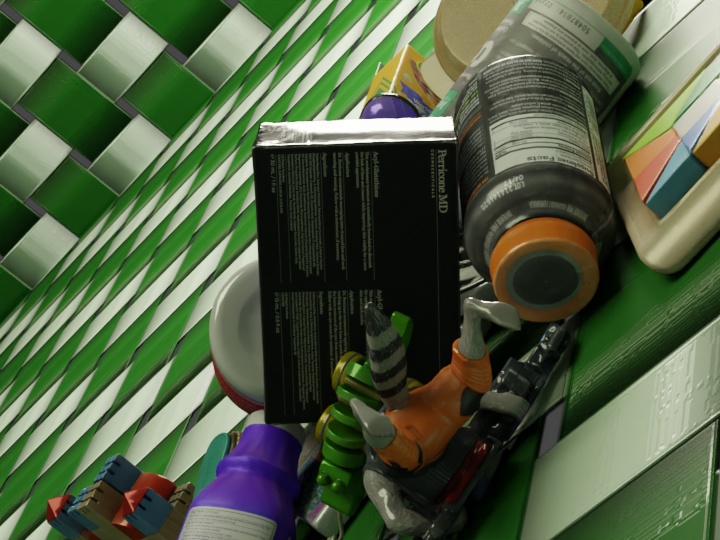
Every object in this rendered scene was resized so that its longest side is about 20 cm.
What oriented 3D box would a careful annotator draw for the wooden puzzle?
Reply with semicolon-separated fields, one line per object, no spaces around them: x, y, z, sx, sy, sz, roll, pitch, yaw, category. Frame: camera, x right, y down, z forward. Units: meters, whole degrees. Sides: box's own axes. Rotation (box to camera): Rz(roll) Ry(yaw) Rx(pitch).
0.233;-0.099;1.261;0.185;0.037;0.200;-48;14;12;wooden puzzle

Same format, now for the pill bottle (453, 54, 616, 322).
0.120;-0.054;1.331;0.106;0.106;0.201;-44;27;29;pill bottle

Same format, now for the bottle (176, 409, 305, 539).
-0.090;0.196;1.412;0.065;0.083;0.201;78;-156;-51;bottle

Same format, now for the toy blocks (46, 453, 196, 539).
-0.177;0.211;1.589;0.200;0.137;0.100;-28;26;58;toy blocks

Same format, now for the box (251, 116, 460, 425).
0.000;0.000;1.341;0.079;0.140;0.201;-83;-8;-73;box

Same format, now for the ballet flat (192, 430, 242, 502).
-0.109;0.222;1.478;0.070;0.065;0.201;-22;43;59;ballet flat

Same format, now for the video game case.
0.009;0.108;1.489;0.200;0.024;0.182;-52;14;-8;video game case

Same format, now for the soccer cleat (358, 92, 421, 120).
0.015;-0.043;1.561;0.073;0.068;0.201;-50;-30;-62;soccer cleat

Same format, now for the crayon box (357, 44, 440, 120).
0.061;-0.115;1.680;0.052;0.126;0.200;-43;16;29;crayon box

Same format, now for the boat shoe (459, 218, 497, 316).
0.062;-0.005;1.441;0.199;0.068;0.074;-19;14;47;boat shoe

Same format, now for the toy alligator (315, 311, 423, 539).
-0.007;0.124;1.301;0.054;0.059;0.201;-11;-58;-59;toy alligator

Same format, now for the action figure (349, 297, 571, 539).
0.051;0.080;1.211;0.200;0.104;0.194;-53;-15;-27;action figure

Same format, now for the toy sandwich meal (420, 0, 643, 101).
0.151;-0.208;1.652;0.204;0.070;0.206;-14;54;20;toy sandwich meal

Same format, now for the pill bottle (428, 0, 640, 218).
0.120;-0.115;1.513;0.200;0.113;0.113;-52;13;-5;pill bottle

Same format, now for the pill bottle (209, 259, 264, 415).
-0.062;0.059;1.512;0.113;0.112;0.200;-54;-3;-11;pill bottle
